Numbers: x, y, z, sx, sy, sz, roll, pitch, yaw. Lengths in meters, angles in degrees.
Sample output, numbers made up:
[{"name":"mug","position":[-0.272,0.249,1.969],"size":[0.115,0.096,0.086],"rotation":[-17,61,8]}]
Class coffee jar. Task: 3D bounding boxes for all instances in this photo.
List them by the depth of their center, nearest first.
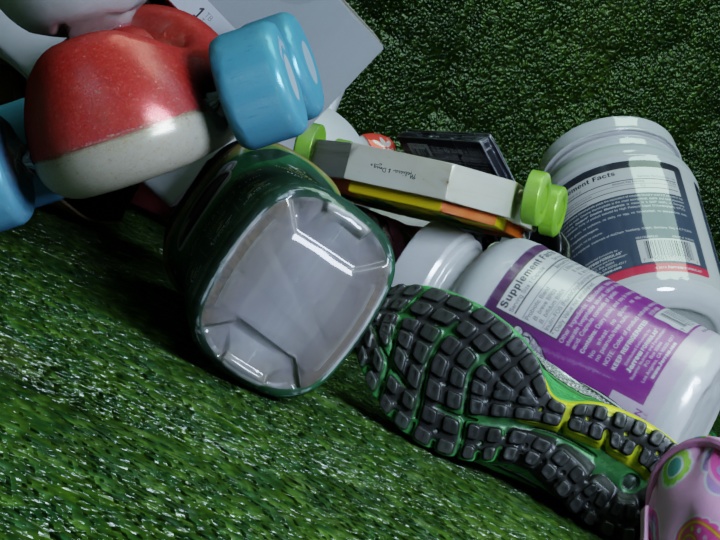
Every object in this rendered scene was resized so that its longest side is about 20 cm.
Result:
[{"name":"coffee jar","position":[-0.049,-0.008,1.034],"size":[0.085,0.104,0.200],"rotation":[34,5,-16]}]

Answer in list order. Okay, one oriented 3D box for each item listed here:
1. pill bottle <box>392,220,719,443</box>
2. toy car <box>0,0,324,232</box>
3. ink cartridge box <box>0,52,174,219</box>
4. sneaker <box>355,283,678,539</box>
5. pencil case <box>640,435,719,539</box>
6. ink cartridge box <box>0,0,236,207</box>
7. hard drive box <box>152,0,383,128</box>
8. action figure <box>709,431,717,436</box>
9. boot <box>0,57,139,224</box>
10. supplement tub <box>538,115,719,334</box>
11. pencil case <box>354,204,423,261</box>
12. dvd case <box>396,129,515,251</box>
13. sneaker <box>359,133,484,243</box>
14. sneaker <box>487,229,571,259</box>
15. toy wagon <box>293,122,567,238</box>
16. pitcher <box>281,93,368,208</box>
[{"name":"pill bottle","position":[0.113,0.049,1.167],"size":[0.200,0.112,0.112],"rotation":[27,7,20]},{"name":"toy car","position":[-0.139,-0.144,1.021],"size":[0.184,0.200,0.177],"rotation":[-17,9,8]},{"name":"ink cartridge box","position":[-0.203,-0.150,1.382],"size":[0.200,0.145,0.145],"rotation":[23,7,-16]},{"name":"sneaker","position":[0.082,0.078,1.048],"size":[0.200,0.078,0.085],"rotation":[35,0,1]},{"name":"pencil case","position":[0.232,0.149,0.978],"size":[0.200,0.088,0.087],"rotation":[23,7,-29]},{"name":"ink cartridge box","position":[-0.156,-0.134,1.193],"size":[0.200,0.084,0.145],"rotation":[43,1,-4]},{"name":"hard drive box","position":[-0.097,-0.190,1.198],"size":[0.156,0.077,0.200],"rotation":[44,-1,-36]},{"name":"action figure","position":[0.224,0.117,1.331],"size":[0.118,0.055,0.200],"rotation":[26,10,-20]},{"name":"boot","position":[-0.202,-0.076,1.160],"size":[0.075,0.074,0.200],"rotation":[37,8,30]},{"name":"supplement tub","position":[0.227,-0.016,1.648],"size":[0.140,0.140,0.200],"rotation":[21,44,-32]},{"name":"pencil case","position":[0.000,0.000,1.252],"size":[0.086,0.083,0.200],"rotation":[29,8,30]},{"name":"dvd case","position":[0.109,-0.020,1.509],"size":[0.200,0.016,0.149],"rotation":[61,-18,-16]},{"name":"sneaker","position":[0.019,-0.063,1.525],"size":[0.070,0.094,0.200],"rotation":[9,-6,-41]},{"name":"sneaker","position":[0.103,0.007,1.440],"size":[0.076,0.115,0.200],"rotation":[22,7,-26]},{"name":"toy wagon","position":[0.050,-0.050,1.220],"size":[0.155,0.040,0.200],"rotation":[13,-1,16]},{"name":"pitcher","position":[-0.042,-0.085,1.369],"size":[0.121,0.172,0.200],"rotation":[19,6,0]}]
